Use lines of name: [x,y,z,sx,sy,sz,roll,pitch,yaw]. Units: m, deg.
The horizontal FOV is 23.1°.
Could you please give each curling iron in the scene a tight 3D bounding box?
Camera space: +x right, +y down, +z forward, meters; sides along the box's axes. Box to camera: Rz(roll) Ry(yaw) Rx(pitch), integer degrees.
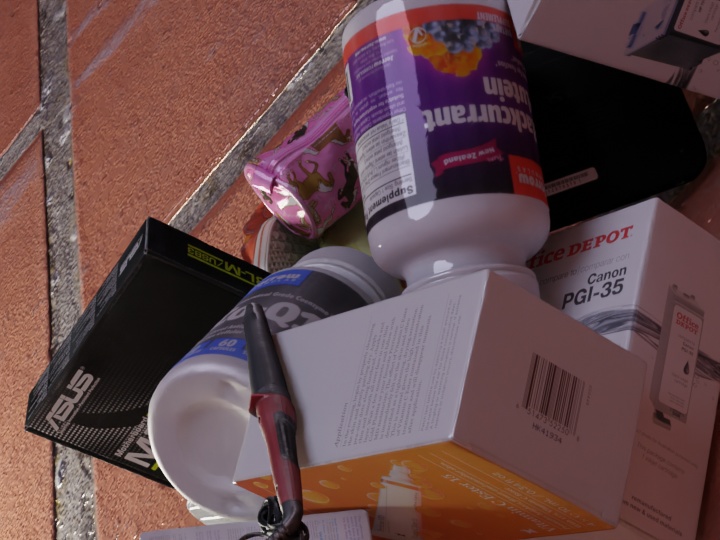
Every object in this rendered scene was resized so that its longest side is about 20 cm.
curling iron: [-0.055,0.085,0.977,0.050,0.025,0.201,-43,35,25]

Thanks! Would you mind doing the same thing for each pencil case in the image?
pencil case: [0.001,-0.112,1.383,0.200,0.087,0.083,-45,15,-14]

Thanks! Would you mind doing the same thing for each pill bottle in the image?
pill bottle: [-0.046,0.066,1.155,0.114,0.114,0.200,-37,6,33]
pill bottle: [0.054,-0.059,1.062,0.111,0.111,0.202,-25,67,45]

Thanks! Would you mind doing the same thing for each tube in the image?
tube: [0.000,0.000,1.375,0.051,0.058,0.201,-14,41,-3]

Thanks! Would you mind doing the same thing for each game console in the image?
game console: [0.107,-0.098,1.192,0.198,0.116,0.177,-20,76,-4]

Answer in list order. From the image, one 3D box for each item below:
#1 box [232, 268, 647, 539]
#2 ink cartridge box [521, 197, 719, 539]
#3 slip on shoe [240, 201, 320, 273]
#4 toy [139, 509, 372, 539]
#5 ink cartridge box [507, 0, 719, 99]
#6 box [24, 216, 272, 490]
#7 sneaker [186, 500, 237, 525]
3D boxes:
box: [0.041,0.085,0.980,0.199,0.124,0.098,-18,50,51]
ink cartridge box: [0.136,0.074,1.056,0.146,0.082,0.202,-20,47,50]
slip on shoe: [-0.066,-0.014,1.440,0.061,0.074,0.200,-40,19,16]
toy: [-0.048,0.205,1.060,0.199,0.047,0.116,-13,87,39]
ink cartridge box: [0.188,-0.188,1.087,0.147,0.198,0.086,-97,26,-49]
box: [-0.122,0.077,1.314,0.200,0.192,0.048,-51,28,30]
sneaker: [-0.045,0.148,1.295,0.199,0.073,0.071,-17,39,38]
